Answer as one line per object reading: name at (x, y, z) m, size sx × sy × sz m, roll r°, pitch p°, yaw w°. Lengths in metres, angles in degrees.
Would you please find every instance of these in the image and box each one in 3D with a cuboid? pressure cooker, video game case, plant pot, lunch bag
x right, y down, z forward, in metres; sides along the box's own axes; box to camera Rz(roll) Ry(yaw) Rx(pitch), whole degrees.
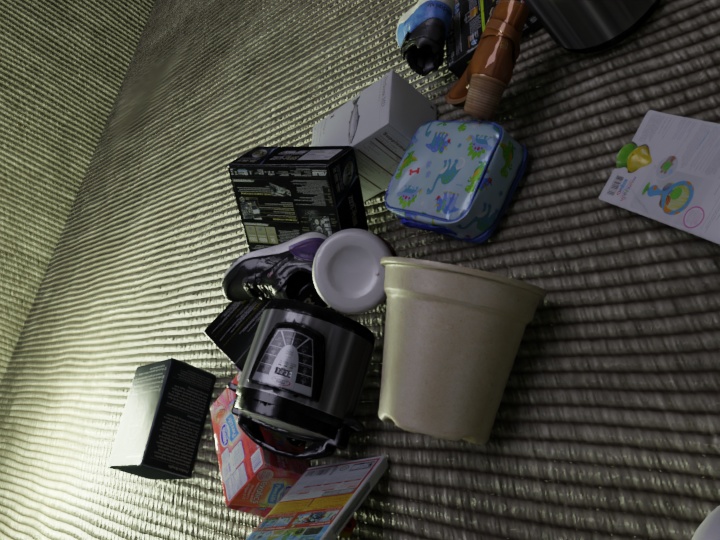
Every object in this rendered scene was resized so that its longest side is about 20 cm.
pressure cooker at (-0.080, 0.161, 1.024) m, size 0.175 × 0.177 × 0.203 m, roll -9°, pitch 59°, yaw 60°
video game case at (-0.063, 0.307, 0.923) m, size 0.142 × 0.018 × 0.200 m, roll -19°, pitch 11°, yaw 34°
plant pot at (0.103, 0.097, 0.851) m, size 0.199 × 0.199 × 0.186 m, roll 6°, pitch 83°, yaw 53°
pressure cooker at (0.277, -0.401, 0.927) m, size 0.175 × 0.199 × 0.180 m, roll 25°, pitch 82°, yaw 53°
lunch bag at (0.130, -0.127, 1.038) m, size 0.199 × 0.082 × 0.162 m, roll 18°, pitch 80°, yaw 55°

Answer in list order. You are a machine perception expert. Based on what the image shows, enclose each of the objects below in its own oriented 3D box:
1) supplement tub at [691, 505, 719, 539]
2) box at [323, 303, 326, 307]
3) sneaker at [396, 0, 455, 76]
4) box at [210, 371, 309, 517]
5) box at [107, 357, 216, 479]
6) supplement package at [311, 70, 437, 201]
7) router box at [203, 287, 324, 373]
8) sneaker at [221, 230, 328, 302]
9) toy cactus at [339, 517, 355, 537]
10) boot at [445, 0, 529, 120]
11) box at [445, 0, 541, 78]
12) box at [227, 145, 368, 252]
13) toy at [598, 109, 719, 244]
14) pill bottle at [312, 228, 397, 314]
supplement tub at (0.326, 0.254, 0.484) m, size 0.199 × 0.131 × 0.133 m, roll 22°, pitch 85°, yaw 55°
box at (-0.140, 0.062, 1.290) m, size 0.199 × 0.040 × 0.138 m, roll 28°, pitch 90°, yaw 55°
sneaker at (0.096, -0.376, 1.222) m, size 0.200 × 0.076 × 0.113 m, roll 162°, pitch 125°, yaw -74°
box at (-0.159, 0.266, 1.129) m, size 0.103 × 0.094 × 0.201 m, roll -48°, pitch 36°, yaw 17°
box at (-0.377, 0.286, 1.386) m, size 0.147 × 0.106 × 0.203 m, roll -16°, pitch 54°, yaw 45°
supplement package at (0.018, -0.212, 1.208) m, size 0.199 × 0.117 × 0.118 m, roll -26°, pitch 46°, yaw 40°
router box at (-0.150, 0.066, 1.184) m, size 0.200 × 0.051 × 0.149 m, roll -47°, pitch 34°, yaw -10°
sneaker at (-0.134, 0.014, 1.119) m, size 0.198 × 0.076 × 0.088 m, roll -24°, pitch 43°, yaw 20°
toy cactus at (-0.074, 0.388, 0.963) m, size 0.202 × 0.101 × 0.165 m, roll -64°, pitch 16°, yaw 1°
boot at (0.179, -0.300, 1.027) m, size 0.200 × 0.076 × 0.157 m, roll -68°, pitch -4°, yaw -74°
box at (0.218, -0.434, 1.166) m, size 0.192 × 0.047 × 0.202 m, roll -28°, pitch 47°, yaw 37°
box at (-0.099, -0.110, 1.184) m, size 0.197 × 0.166 × 0.086 m, roll 4°, pitch 29°, yaw 30°
toy at (0.352, -0.095, 0.763) m, size 0.116 × 0.047 × 0.200 m, roll -61°, pitch 31°, yaw 7°
pill bottle at (0.000, 0.000, 1.018) m, size 0.110 × 0.109 × 0.200 m, roll -58°, pitch -4°, yaw 4°
